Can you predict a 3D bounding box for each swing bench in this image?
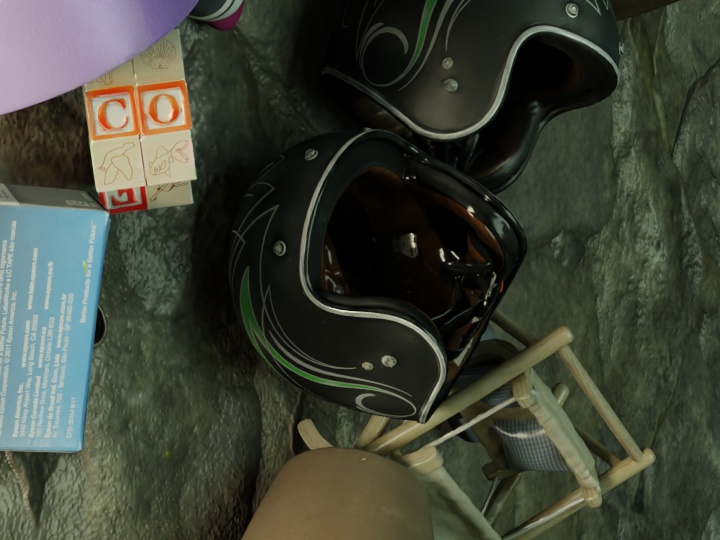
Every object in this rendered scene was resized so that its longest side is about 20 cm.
[{"bbox_3d":[0.092,0.139,1.508,0.200,0.130,0.199,-45,135,-7],"label":"swing bench"}]

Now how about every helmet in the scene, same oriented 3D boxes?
[{"bbox_3d":[0.088,-0.169,1.450,0.191,0.200,0.200,-50,137,-6],"label":"helmet"},{"bbox_3d":[0.000,0.000,1.370,0.200,0.191,0.200,-59,173,-12],"label":"helmet"}]

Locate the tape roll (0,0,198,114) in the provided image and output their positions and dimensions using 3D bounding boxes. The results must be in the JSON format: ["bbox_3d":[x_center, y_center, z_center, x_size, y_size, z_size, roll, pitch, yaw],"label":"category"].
[{"bbox_3d":[-0.190,-0.157,1.068,0.200,0.200,0.066,-49,131,-42],"label":"tape roll"}]

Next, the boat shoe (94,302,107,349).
[{"bbox_3d":[-0.219,-0.013,1.146,0.202,0.075,0.075,46,55,-47],"label":"boat shoe"}]

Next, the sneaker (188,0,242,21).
[{"bbox_3d":[-0.132,-0.259,1.258,0.079,0.078,0.200,-18,95,-59],"label":"sneaker"}]

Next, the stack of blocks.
[{"bbox_3d":[-0.137,-0.095,1.171,0.200,0.059,0.115,-128,-149,-76],"label":"stack of blocks"}]

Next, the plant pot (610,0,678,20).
[{"bbox_3d":[0.234,-0.298,1.684,0.187,0.200,0.187,-5,96,-56],"label":"plant pot"}]

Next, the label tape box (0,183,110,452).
[{"bbox_3d":[-0.249,0.023,1.070,0.200,0.063,0.144,4,104,-21],"label":"label tape box"}]

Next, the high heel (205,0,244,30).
[{"bbox_3d":[-0.083,-0.262,1.310,0.067,0.096,0.200,-32,118,-51],"label":"high heel"}]

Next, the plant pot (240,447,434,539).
[{"bbox_3d":[-0.020,0.228,1.375,0.200,0.200,0.175,56,34,-41],"label":"plant pot"}]

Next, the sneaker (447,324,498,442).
[{"bbox_3d":[0.073,0.055,1.608,0.088,0.074,0.200,-85,157,-43],"label":"sneaker"}]
